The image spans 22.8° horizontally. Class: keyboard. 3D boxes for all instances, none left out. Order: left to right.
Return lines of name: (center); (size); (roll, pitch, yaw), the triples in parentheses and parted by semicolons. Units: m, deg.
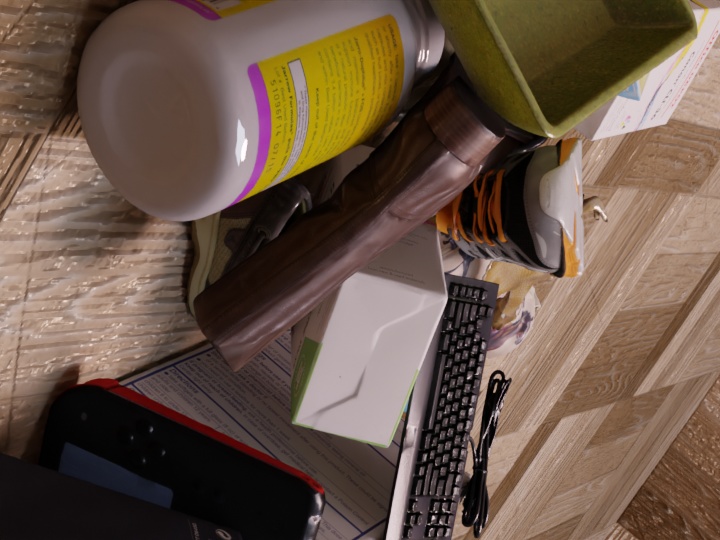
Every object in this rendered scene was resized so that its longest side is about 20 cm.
keyboard: (0.061, 0.106, 1.126); (0.127, 0.020, 0.203); (9, 92, -60)

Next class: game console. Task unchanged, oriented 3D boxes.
game console: (-0.119, 0.176, 1.051); (0.031, 0.175, 0.202); (-31, 141, -59)

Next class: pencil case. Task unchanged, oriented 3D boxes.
pencil case: (0.075, -0.006, 1.310); (0.088, 0.079, 0.200); (-16, 151, 12)

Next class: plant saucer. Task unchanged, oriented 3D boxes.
plant saucer: (0.082, -0.180, 0.952); (0.048, 0.201, 0.200); (-24, -173, 40)

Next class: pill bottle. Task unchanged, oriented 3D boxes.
pill bottle: (-0.040, -0.101, 0.891); (0.199, 0.104, 0.105); (-28, 150, -49)

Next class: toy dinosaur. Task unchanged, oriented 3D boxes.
toy dinosaur: (0.113, -0.026, 1.204); (0.101, 0.058, 0.201); (-42, 149, -19)

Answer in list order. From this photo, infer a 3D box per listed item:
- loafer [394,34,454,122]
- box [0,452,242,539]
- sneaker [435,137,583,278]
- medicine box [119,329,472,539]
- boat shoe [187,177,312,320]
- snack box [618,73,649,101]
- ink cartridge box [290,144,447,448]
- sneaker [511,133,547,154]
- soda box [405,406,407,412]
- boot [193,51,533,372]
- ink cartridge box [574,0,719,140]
loafer: (0.059, -0.167, 1.064); (0.200, 0.076, 0.068); (-48, 157, -29)
box: (-0.183, 0.218, 0.957); (0.197, 0.124, 0.201); (22, 111, -25)
sneaker: (0.088, -0.035, 1.053); (0.200, 0.076, 0.079); (141, -49, -85)
medicine box: (-0.060, 0.142, 1.154); (0.199, 0.182, 0.104); (-22, 146, -55)
boat shoe: (-0.061, -0.002, 1.077); (0.072, 0.066, 0.202); (-43, 158, -24)
snack box: (0.173, -0.210, 1.136); (0.117, 0.037, 0.200); (-66, 157, -19)
ink cartridge box: (0.000, 0.000, 1.124); (0.201, 0.067, 0.118); (-94, -159, -58)
sneaker: (0.093, -0.101, 1.231); (0.077, 0.084, 0.200); (-51, 161, -1)
soda box: (0.006, 0.056, 1.339); (0.069, 0.063, 0.200); (-53, 160, 3)
boot: (-0.001, -0.030, 0.989); (0.200, 0.064, 0.186); (-43, 176, 14)
ink cartridge box: (0.228, -0.177, 1.433); (0.199, 0.067, 0.117); (-18, 142, -59)
